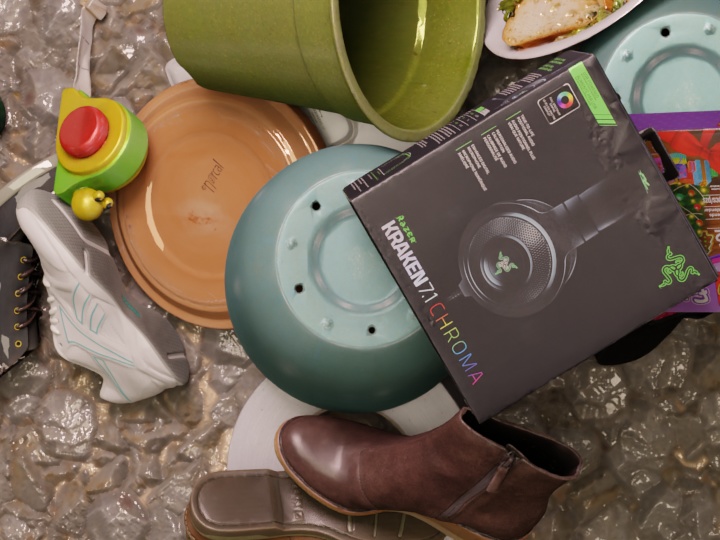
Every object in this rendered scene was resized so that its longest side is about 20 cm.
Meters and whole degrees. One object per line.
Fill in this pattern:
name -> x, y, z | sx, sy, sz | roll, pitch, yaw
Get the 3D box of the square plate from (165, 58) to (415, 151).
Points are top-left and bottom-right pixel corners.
square plate -> -0.034, -0.118, 1.687 | 0.197, 0.028, 0.201 | -25, 86, 9

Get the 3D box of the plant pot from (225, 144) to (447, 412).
plant pot -> 0.000, 0.000, 1.545 | 0.199, 0.161, 0.202 | 0, 84, -3

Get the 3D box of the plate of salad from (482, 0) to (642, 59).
plate of salad -> 0.167, -0.235, 1.573 | 0.200, 0.200, 0.048 | -38, 117, 9

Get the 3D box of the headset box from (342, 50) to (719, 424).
headset box -> 0.116, -0.028, 1.408 | 0.199, 0.093, 0.175 | -30, 99, 0

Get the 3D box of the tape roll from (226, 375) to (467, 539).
tape roll -> -0.002, 0.155, 1.665 | 0.198, 0.066, 0.202 | 0, 90, 11

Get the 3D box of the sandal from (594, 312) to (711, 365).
sandal -> 0.243, 0.021, 1.576 | 0.200, 0.075, 0.045 | -57, 46, 44

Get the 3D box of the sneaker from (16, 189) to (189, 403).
sneaker -> -0.219, 0.028, 1.675 | 0.080, 0.071, 0.201 | -27, 112, 18

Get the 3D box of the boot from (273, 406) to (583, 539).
boot -> 0.047, 0.128, 1.520 | 0.199, 0.167, 0.073 | 24, 58, -5

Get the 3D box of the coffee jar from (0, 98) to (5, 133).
coffee jar -> -0.356, -0.137, 1.657 | 0.085, 0.200, 0.105 | -39, 85, 8

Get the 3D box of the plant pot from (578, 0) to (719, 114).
plant pot -> 0.241, -0.121, 1.569 | 0.199, 0.161, 0.203 | 0, 91, 11

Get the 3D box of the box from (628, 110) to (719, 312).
box -> 0.185, -0.040, 1.493 | 0.198, 0.039, 0.138 | -1, 114, 27

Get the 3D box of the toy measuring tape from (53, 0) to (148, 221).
toy measuring tape -> -0.198, -0.132, 1.671 | 0.073, 0.074, 0.202 | -1, 65, 10

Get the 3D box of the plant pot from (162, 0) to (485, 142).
plant pot -> -0.037, -0.195, 1.564 | 0.189, 0.199, 0.202 | 2, 91, 36

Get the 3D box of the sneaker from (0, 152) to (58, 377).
sneaker -> -0.272, -0.001, 1.716 | 0.106, 0.075, 0.200 | 45, 106, 1

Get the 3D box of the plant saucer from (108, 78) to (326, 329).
plant saucer -> -0.113, -0.053, 1.677 | 0.199, 0.032, 0.202 | 3, 97, 22

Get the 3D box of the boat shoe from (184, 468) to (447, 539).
boat shoe -> -0.034, 0.188, 1.607 | 0.198, 0.068, 0.072 | 7, 56, -7
